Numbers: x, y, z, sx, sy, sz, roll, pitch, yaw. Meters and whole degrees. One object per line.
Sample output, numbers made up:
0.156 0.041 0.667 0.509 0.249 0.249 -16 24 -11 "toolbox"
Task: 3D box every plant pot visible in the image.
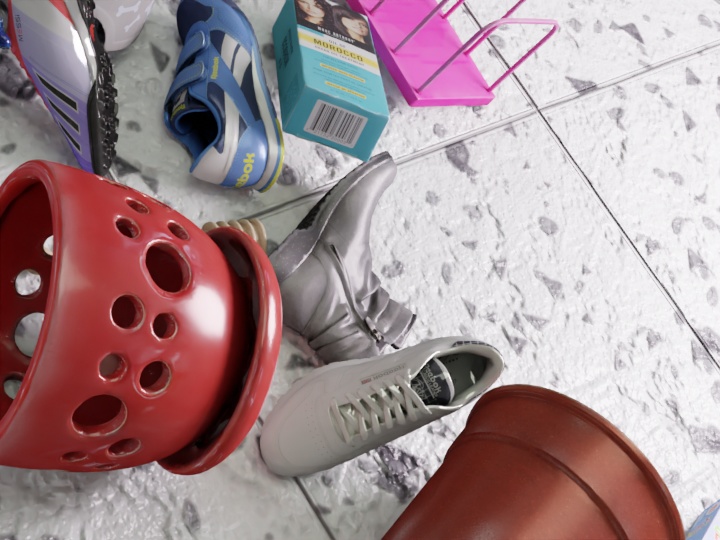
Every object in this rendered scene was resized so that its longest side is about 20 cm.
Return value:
-0.167 0.044 0.958 0.181 0.200 0.202 17 52 -34 "plant pot"
0.100 0.221 1.019 0.201 0.201 0.195 48 56 4 "plant pot"

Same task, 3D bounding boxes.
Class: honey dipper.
-0.167 -0.015 1.101 0.199 0.038 0.038 -7 64 -33 "honey dipper"

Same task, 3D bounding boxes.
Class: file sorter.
0.077 -0.276 1.351 0.138 0.125 0.201 -10 65 -51 "file sorter"

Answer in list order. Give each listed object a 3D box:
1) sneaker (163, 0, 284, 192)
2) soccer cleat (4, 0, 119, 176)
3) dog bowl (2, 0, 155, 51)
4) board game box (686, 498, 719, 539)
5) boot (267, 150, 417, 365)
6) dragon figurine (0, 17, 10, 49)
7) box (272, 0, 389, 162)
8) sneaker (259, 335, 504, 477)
-0.129 -0.159 1.197 0.082 0.074 0.201 -4 62 -32 "sneaker"
-0.237 -0.166 1.092 0.072 0.201 0.068 -6 28 3 "soccer cleat"
-0.247 -0.278 1.167 0.200 0.059 0.201 35 31 -25 "dog bowl"
0.349 0.297 1.180 0.200 0.037 0.151 52 22 9 "board game box"
0.000 0.000 1.185 0.132 0.070 0.200 44 58 -4 "boot"
-0.332 -0.224 1.083 0.059 0.099 0.201 -28 79 -24 "dragon figurine"
-0.029 -0.177 1.240 0.082 0.049 0.201 19 31 -19 "box"
0.016 0.099 1.077 0.199 0.080 0.077 -25 95 -17 "sneaker"
